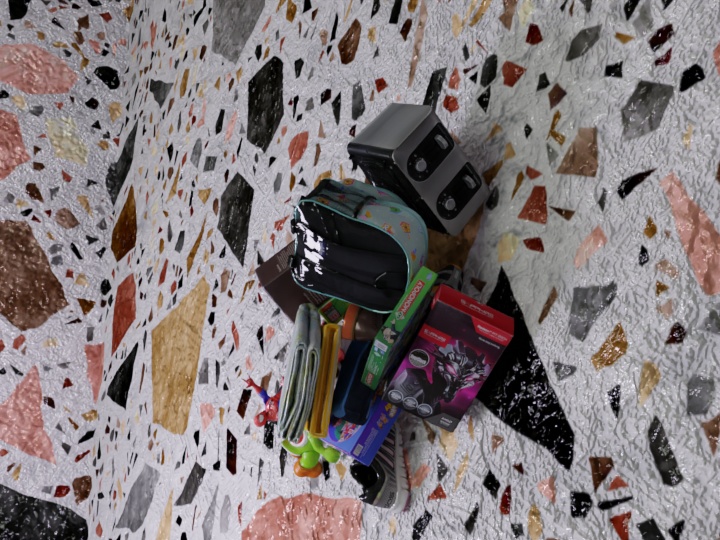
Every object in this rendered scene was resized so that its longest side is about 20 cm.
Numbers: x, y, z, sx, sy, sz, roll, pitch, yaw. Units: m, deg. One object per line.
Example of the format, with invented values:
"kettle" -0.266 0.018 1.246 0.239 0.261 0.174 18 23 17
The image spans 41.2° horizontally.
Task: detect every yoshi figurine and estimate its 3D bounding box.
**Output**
"yoshi figurine" -0.071 0.298 1.803 0.112 0.112 0.201 -52 -15 -47

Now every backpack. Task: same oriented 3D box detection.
"backpack" 0.007 -0.037 1.470 0.199 0.153 0.177 25 128 22

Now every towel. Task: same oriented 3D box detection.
"towel" -0.095 0.163 1.537 0.200 0.048 0.173 -100 22 -74

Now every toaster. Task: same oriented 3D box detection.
"toaster" 0.088 -0.159 1.522 0.119 0.181 0.200 -46 27 -12

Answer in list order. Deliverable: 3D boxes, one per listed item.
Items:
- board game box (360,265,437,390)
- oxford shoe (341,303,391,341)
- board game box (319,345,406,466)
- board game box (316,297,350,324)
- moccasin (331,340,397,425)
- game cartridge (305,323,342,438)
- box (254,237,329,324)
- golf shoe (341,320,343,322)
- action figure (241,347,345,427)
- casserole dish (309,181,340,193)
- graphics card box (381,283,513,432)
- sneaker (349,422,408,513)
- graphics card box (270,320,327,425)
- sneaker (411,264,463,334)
"board game box" 0.056 0.091 1.439 0.135 0.029 0.200 -56 -8 -24
"oxford shoe" 0.030 0.062 1.548 0.200 0.072 0.072 -58 -22 -58
"board game box" 0.018 0.215 1.607 0.201 0.045 0.134 -58 26 -12
"board game box" 0.000 0.000 1.675 0.200 0.048 0.102 -39 33 0
"moccasin" 0.009 0.163 1.564 0.080 0.068 0.201 -26 33 55
"game cartridge" -0.066 0.178 1.569 0.200 0.032 0.178 149 129 -80
"box" -0.068 -0.013 1.623 0.199 0.100 0.075 -37 33 0
"golf shoe" -0.012 0.053 1.731 0.200 0.094 0.078 12 116 63
"action figure" -0.125 0.186 1.682 0.200 0.099 0.065 -46 37 -17
"casserole dish" -0.069 -0.110 1.766 0.200 0.039 0.122 -1 62 65
"graphics card box" 0.127 0.133 1.419 0.201 0.125 0.051 -62 5 29
"sneaker" 0.022 0.308 1.609 0.074 0.087 0.201 -48 42 44
"graphics card box" -0.106 0.196 1.796 0.201 0.051 0.125 -60 5 -17
"sneaker" 0.111 0.052 1.560 0.078 0.078 0.200 -61 13 -28
